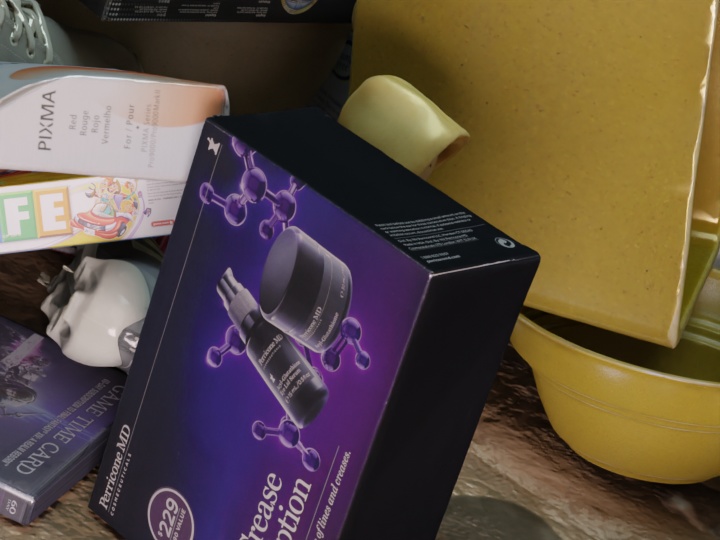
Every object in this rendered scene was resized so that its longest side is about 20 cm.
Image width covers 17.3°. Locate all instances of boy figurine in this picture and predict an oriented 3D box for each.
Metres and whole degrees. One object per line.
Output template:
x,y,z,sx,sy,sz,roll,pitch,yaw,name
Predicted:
0.000,0.000,1.163,0.064,0.201,0.124,27,21,19,boy figurine

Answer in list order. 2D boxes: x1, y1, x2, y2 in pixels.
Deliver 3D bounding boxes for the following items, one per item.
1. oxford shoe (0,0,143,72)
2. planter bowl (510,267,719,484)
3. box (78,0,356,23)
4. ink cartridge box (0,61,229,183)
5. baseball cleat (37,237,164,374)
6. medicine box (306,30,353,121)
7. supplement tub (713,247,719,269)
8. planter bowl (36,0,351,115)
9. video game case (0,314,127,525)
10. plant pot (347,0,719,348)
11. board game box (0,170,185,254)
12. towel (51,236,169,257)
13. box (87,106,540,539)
-0.183,-0.112,1.192,0.199,0.058,0.075,5,45,-45,oxford shoe
0.161,0.060,1.286,0.199,0.084,0.201,10,18,-3,planter bowl
-0.104,-0.190,1.298,0.199,0.044,0.160,-6,37,-46,box
-0.179,-0.075,1.062,0.199,0.050,0.162,7,4,-25,ink cartridge box
-0.107,0.024,1.185,0.106,0.070,0.200,30,11,-11,baseball cleat
0.051,-0.138,1.503,0.181,0.201,0.103,0,30,-38,medicine box
0.246,-0.031,1.493,0.199,0.145,0.144,0,30,-39,supplement tub
-0.110,-0.135,1.396,0.199,0.135,0.200,17,25,-8,planter bowl
-0.210,0.046,1.124,0.199,0.019,0.143,25,24,11,video game case
0.099,-0.091,1.287,0.199,0.197,0.194,8,18,13,plant pot
-0.169,-0.041,1.191,0.199,0.034,0.134,-7,15,-9,board game box
-0.116,-0.036,1.377,0.143,0.023,0.200,20,24,0,towel
-0.025,0.050,1.029,0.079,0.201,0.141,-8,34,-46,box
